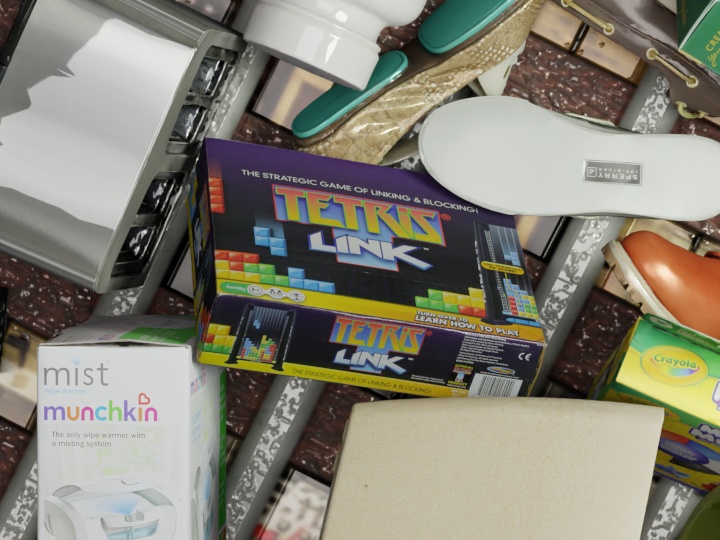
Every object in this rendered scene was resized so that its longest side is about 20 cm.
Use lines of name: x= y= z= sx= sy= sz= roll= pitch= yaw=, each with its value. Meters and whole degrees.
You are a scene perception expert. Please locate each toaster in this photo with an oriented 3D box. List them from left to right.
toaster: x=-0.162 y=-0.091 z=1.575 sx=0.118 sy=0.200 sz=0.182 roll=24 pitch=94 yaw=7

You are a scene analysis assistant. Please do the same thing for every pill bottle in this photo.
pill bottle: x=0.003 y=-0.218 z=1.589 sx=0.111 sy=0.111 sz=0.201 roll=23 pitch=90 yaw=2

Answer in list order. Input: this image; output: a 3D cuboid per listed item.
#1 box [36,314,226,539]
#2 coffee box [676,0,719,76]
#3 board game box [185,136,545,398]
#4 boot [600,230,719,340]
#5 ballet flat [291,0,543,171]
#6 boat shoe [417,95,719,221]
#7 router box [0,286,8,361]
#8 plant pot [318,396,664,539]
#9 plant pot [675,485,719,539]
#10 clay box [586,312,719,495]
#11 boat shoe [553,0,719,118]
box: x=-0.138 y=0.121 z=1.585 sx=0.096 sy=0.200 sz=0.177 roll=1 pitch=93 yaw=3
coffee box: x=0.279 y=-0.122 z=1.558 sx=0.199 sy=0.123 sz=0.044 roll=29 pitch=119 yaw=-13
board game box: x=0.000 y=0.000 z=1.560 sx=0.199 sy=0.166 sz=0.057 roll=9 pitch=126 yaw=-14
boot: x=0.236 y=0.009 z=1.574 sx=0.200 sy=0.075 sz=0.107 roll=27 pitch=113 yaw=-33
ballet flat: x=0.049 y=-0.121 z=1.632 sx=0.200 sy=0.071 sz=0.065 roll=-35 pitch=118 yaw=8
boat shoe: x=0.133 y=-0.063 z=1.619 sx=0.199 sy=0.064 sz=0.071 roll=10 pitch=90 yaw=-2
router box: x=-0.310 y=0.042 z=1.590 sx=0.149 sy=0.200 sz=0.062 roll=8 pitch=97 yaw=4
plant pot: x=0.060 y=0.174 z=1.542 sx=0.176 sy=0.200 sz=0.201 roll=13 pitch=75 yaw=1
plant pot: x=0.288 y=0.248 z=1.583 sx=0.189 sy=0.200 sz=0.201 roll=14 pitch=95 yaw=-10
clay box: x=0.199 y=0.084 z=1.556 sx=0.114 sy=0.200 sz=0.048 roll=23 pitch=76 yaw=3
boat shoe: x=0.206 y=-0.132 z=1.610 sx=0.200 sy=0.072 sz=0.060 roll=39 pitch=110 yaw=-2
